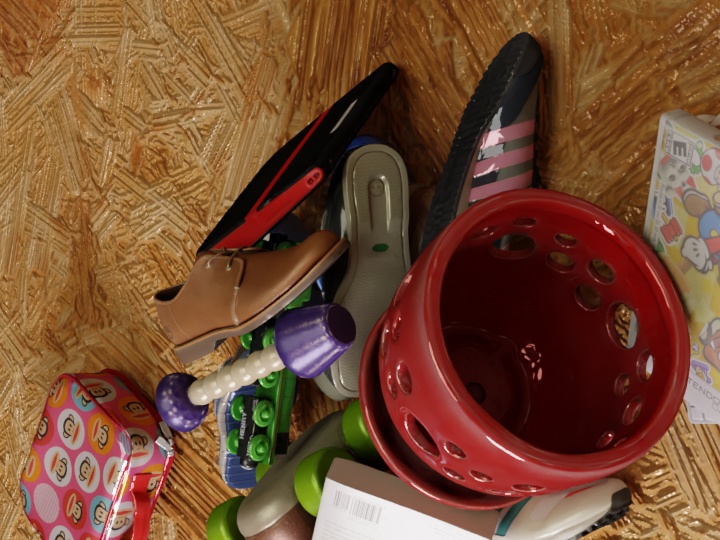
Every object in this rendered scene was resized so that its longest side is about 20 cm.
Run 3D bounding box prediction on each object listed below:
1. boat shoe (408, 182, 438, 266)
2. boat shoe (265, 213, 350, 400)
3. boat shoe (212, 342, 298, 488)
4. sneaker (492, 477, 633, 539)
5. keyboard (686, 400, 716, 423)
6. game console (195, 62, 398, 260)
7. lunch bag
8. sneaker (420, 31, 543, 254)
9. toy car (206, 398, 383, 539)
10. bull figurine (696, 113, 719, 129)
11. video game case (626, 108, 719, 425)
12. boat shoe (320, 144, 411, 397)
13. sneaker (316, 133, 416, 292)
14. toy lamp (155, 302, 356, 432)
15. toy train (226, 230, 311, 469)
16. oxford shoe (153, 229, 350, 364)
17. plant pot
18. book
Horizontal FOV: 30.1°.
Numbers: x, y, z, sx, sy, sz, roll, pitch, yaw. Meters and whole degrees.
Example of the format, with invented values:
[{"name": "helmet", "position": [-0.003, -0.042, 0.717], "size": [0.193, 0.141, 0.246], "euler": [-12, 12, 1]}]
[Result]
[{"name": "boat shoe", "position": [0.062, 0.028, 1.103], "size": [0.072, 0.075, 0.201], "euler": [0, 93, 41]}, {"name": "boat shoe", "position": [-0.054, 0.039, 1.221], "size": [0.064, 0.070, 0.201], "euler": [-45, 54, 34]}, {"name": "boat shoe", "position": [-0.108, 0.118, 1.238], "size": [0.201, 0.072, 0.073], "euler": [107, 151, -44]}, {"name": "sneaker", "position": [0.118, 0.176, 1.055], "size": [0.199, 0.070, 0.094], "euler": [-26, 80, 44]}, {"name": "keyboard", "position": [0.309, 0.076, 0.911], "size": [0.199, 0.011, 0.057], "euler": [-6, 87, 44]}, {"name": "game console", "position": [-0.052, -0.084, 1.141], "size": [0.031, 0.200, 0.177], "euler": [46, 127, -13]}, {"name": "lunch bag", "position": [-0.277, 0.223, 1.426], "size": [0.176, 0.082, 0.201], "euler": [40, 117, 35]}, {"name": "sneaker", "position": [0.116, -0.085, 1.062], "size": [0.201, 0.082, 0.070], "euler": [-69, 17, -2]}, {"name": "toy car", "position": [-0.002, 0.236, 1.160], "size": [0.200, 0.158, 0.164], "euler": [51, 133, -6]}, {"name": "bull figurine", "position": [0.298, -0.070, 0.881], "size": [0.199, 0.065, 0.122], "euler": [-23, 80, 44]}, {"name": "video game case", "position": [0.253, 0.018, 0.886], "size": [0.182, 0.023, 0.201], "euler": [41, 139, 45]}, {"name": "boat shoe", "position": [0.000, 0.000, 1.082], "size": [0.068, 0.071, 0.201], "euler": [-173, 85, -64]}, {"name": "sneaker", "position": [0.006, -0.019, 1.147], "size": [0.074, 0.082, 0.201], "euler": [-12, 83, 45]}, {"name": "toy lamp", "position": [-0.084, 0.075, 1.063], "size": [0.199, 0.058, 0.059], "euler": [-25, 75, 37]}, {"name": "toy train", "position": [-0.072, 0.067, 1.130], "size": [0.042, 0.056, 0.201], "euler": [7, 90, 43]}, {"name": "oxford shoe", "position": [-0.093, 0.008, 1.051], "size": [0.199, 0.071, 0.071], "euler": [-27, 100, 34]}, {"name": "plant pot", "position": [0.105, 0.065, 0.955], "size": [0.183, 0.199, 0.202], "euler": [133, 122, -63]}, {"name": "book", "position": [0.020, 0.250, 1.058], "size": [0.133, 0.048, 0.201], "euler": [19, 125, 8]}]
